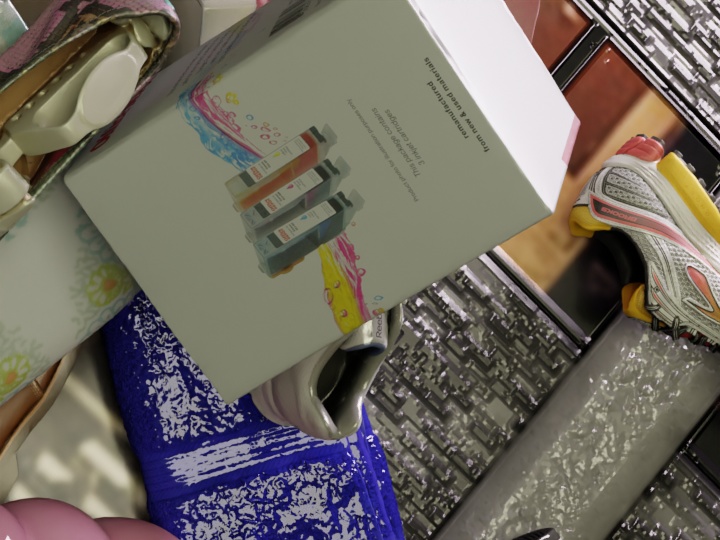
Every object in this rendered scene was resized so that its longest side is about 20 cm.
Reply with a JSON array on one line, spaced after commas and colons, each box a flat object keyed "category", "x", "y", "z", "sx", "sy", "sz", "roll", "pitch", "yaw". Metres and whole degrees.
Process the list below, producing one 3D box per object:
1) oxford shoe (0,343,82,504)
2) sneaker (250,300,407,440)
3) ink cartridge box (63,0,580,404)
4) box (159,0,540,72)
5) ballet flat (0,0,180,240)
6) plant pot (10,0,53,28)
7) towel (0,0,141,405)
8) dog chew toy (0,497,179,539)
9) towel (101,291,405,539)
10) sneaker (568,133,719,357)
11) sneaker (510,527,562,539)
[{"category": "oxford shoe", "x": -0.199, "y": 0.054, "z": 1.428, "sx": 0.071, "sy": 0.071, "sz": 0.201, "roll": 30, "pitch": 78, "yaw": -11}, {"category": "sneaker", "x": 0.000, "y": 0.000, "z": 1.416, "sx": 0.074, "sy": 0.087, "sz": 0.201, "roll": 5, "pitch": 104, "yaw": -29}, {"category": "ink cartridge box", "x": -0.017, "y": -0.060, "z": 1.286, "sx": 0.199, "sy": 0.145, "sz": 0.145, "roll": -30, "pitch": 104, "yaw": 20}, {"category": "box", "x": -0.016, "y": -0.126, "z": 1.456, "sx": 0.199, "sy": 0.109, "sz": 0.128, "roll": -5, "pitch": 128, "yaw": -20}, {"category": "ballet flat", "x": -0.160, "y": -0.063, "z": 1.230, "sx": 0.200, "sy": 0.071, "sz": 0.069, "roll": -48, "pitch": 124, "yaw": -14}, {"category": "plant pot", "x": -0.193, "y": -0.116, "z": 1.394, "sx": 0.199, "sy": 0.200, "sz": 0.174, "roll": -24, "pitch": 112, "yaw": -19}, {"category": "towel", "x": -0.207, "y": -0.023, "z": 1.283, "sx": 0.171, "sy": 0.048, "sz": 0.201, "roll": -38, "pitch": 122, "yaw": -20}, {"category": "dog chew toy", "x": -0.166, "y": 0.178, "z": 1.376, "sx": 0.200, "sy": 0.124, "sz": 0.125, "roll": 31, "pitch": 75, "yaw": -44}, {"category": "towel", "x": -0.060, "y": 0.086, "z": 1.485, "sx": 0.147, "sy": 0.050, "sz": 0.201, "roll": -15, "pitch": 91, "yaw": -21}, {"category": "sneaker", "x": 0.201, "y": 0.019, "z": 1.575, "sx": 0.082, "sy": 0.078, "sz": 0.200, "roll": -39, "pitch": 90, "yaw": -14}, {"category": "sneaker", "x": 0.061, "y": 0.248, "z": 1.496, "sx": 0.200, "sy": 0.084, "sz": 0.121, "roll": -36, "pitch": 93, "yaw": -10}]
